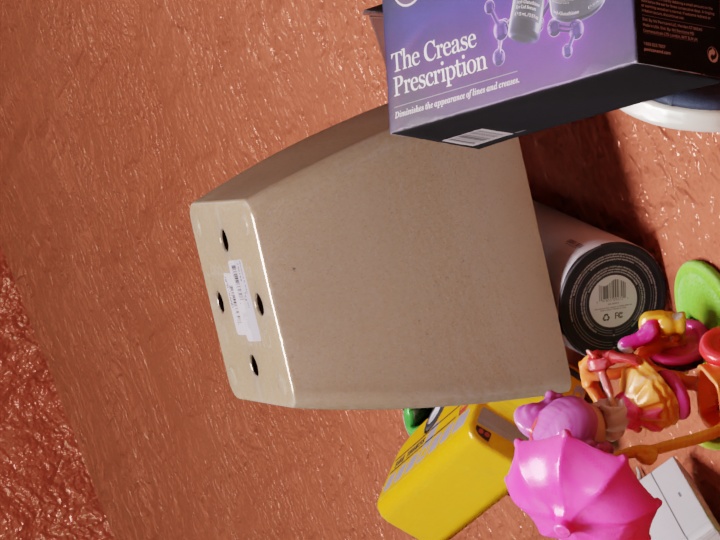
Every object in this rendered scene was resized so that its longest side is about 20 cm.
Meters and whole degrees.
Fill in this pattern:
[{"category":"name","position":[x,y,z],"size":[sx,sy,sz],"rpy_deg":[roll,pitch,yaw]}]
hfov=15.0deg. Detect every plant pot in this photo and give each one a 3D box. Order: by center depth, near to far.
[{"category":"plant pot","position":[0.000,0.000,1.794],"size":[0.200,0.177,0.200],"rpy_deg":[-177,74,-71]}]

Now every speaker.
[{"category":"speaker","position":[0.122,-0.001,1.839],"size":[0.200,0.081,0.081],"rpy_deg":[28,135,64]}]

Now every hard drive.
[{"category":"hard drive","position":[0.140,0.207,1.767],"size":[0.027,0.200,0.132],"rpy_deg":[51,-174,-16]}]

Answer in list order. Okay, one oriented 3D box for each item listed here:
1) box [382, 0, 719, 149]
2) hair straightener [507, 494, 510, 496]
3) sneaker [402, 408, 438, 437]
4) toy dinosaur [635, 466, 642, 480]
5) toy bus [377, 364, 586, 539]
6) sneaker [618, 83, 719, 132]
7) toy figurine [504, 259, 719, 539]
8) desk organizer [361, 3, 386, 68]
[{"category":"box","position":[0.104,-0.159,1.554],"size":[0.200,0.079,0.141],"rpy_deg":[-14,73,47]},{"category":"hair straightener","position":[0.138,0.132,1.958],"size":[0.200,0.041,0.077],"rpy_deg":[176,98,-85]},{"category":"sneaker","position":[0.065,0.108,2.115],"size":[0.200,0.085,0.078],"rpy_deg":[103,144,-60]},{"category":"toy dinosaur","position":[0.205,0.203,1.826],"size":[0.102,0.077,0.200],"rpy_deg":[66,166,-10]},{"category":"toy bus","position":[0.087,0.124,1.971],"size":[0.065,0.078,0.200],"rpy_deg":[32,145,-8]},{"category":"sneaker","position":[0.162,-0.151,1.589],"size":[0.200,0.075,0.085],"rpy_deg":[41,129,42]},{"category":"toy figurine","position":[0.167,0.090,1.640],"size":[0.200,0.184,0.150],"rpy_deg":[51,154,47]},{"category":"desk organizer","position":[0.079,-0.146,1.831],"size":[0.200,0.072,0.077],"rpy_deg":[19,129,68]}]
